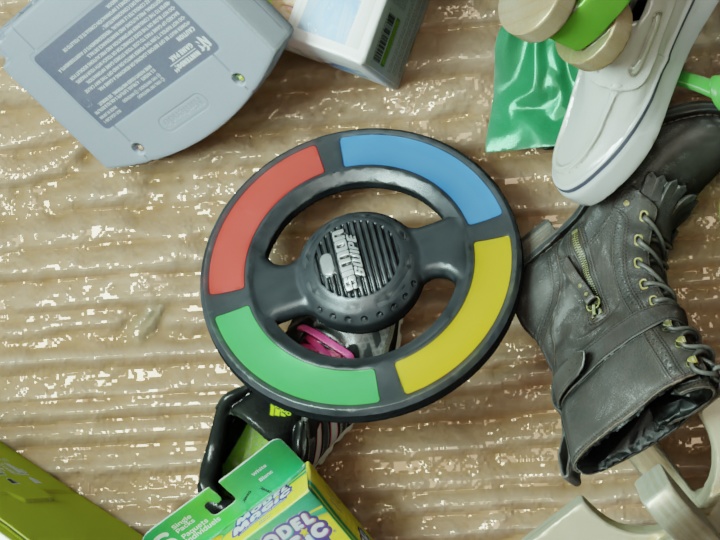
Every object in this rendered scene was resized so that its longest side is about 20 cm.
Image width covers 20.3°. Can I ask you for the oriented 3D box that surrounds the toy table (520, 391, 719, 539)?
[{"bbox_3d":[0.192,0.151,1.156,0.200,0.184,0.117,-40,95,-5],"label":"toy table"}]

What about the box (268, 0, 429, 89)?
[{"bbox_3d":[-0.058,-0.204,1.266,0.199,0.101,0.113,20,91,13],"label":"box"}]

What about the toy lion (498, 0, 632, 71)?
[{"bbox_3d":[0.121,-0.239,1.131,0.192,0.068,0.200,-55,40,17],"label":"toy lion"}]

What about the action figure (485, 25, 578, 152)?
[{"bbox_3d":[0.131,-0.177,1.245,0.117,0.055,0.201,-3,89,15],"label":"action figure"}]

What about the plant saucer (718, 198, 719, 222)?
[{"bbox_3d":[0.292,-0.073,1.131,0.199,0.200,0.048,-27,72,10],"label":"plant saucer"}]

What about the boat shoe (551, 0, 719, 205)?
[{"bbox_3d":[0.152,-0.135,1.155,0.065,0.072,0.201,19,111,-28],"label":"boat shoe"}]

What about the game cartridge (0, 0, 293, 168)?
[{"bbox_3d":[-0.133,-0.138,1.241,0.133,0.041,0.200,48,140,-14],"label":"game cartridge"}]

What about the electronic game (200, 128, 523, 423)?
[{"bbox_3d":[0.000,0.000,1.223,0.199,0.042,0.201,-4,61,8],"label":"electronic game"}]

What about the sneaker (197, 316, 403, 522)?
[{"bbox_3d":[-0.040,0.080,1.249,0.074,0.087,0.201,33,93,13],"label":"sneaker"}]

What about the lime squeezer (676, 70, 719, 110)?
[{"bbox_3d":[0.231,-0.127,1.129,0.200,0.038,0.071,-33,39,44],"label":"lime squeezer"}]

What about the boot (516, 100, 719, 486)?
[{"bbox_3d":[0.172,0.014,1.171,0.200,0.069,0.174,-44,38,16],"label":"boot"}]

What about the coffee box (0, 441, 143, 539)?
[{"bbox_3d":[-0.264,0.213,1.235,0.199,0.200,0.198,31,93,14],"label":"coffee box"}]

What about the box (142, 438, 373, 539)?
[{"bbox_3d":[-0.032,0.207,1.218,0.117,0.048,0.200,-37,105,8],"label":"box"}]
